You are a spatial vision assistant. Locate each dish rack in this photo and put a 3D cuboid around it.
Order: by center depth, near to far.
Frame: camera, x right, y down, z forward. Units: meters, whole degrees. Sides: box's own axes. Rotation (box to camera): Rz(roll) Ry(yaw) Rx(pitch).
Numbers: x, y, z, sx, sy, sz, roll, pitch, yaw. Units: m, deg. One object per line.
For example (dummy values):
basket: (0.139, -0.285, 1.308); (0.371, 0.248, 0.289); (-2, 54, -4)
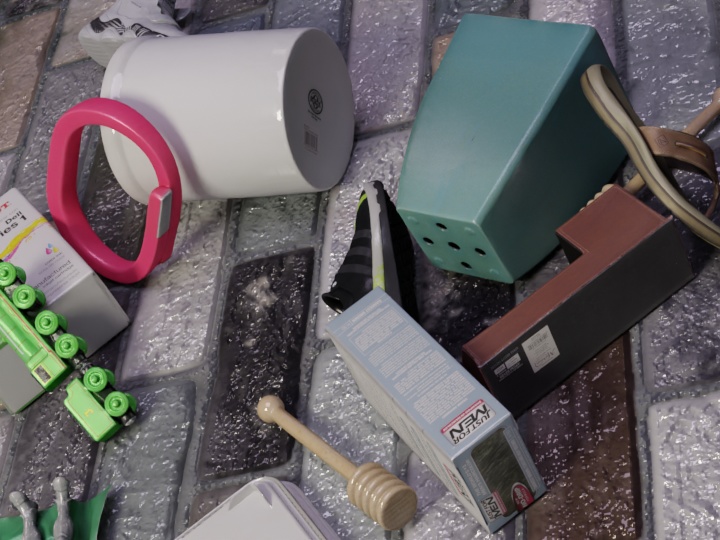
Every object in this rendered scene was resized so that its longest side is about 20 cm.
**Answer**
dish rack: (-0.108, 0.256, 1.302); (0.200, 0.044, 0.172); (-38, 43, -7)

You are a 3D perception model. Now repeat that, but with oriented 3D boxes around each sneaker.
sneaker: (0.000, 0.000, 1.471); (0.082, 0.072, 0.201); (-18, 42, 14)
sneaker: (-0.225, -0.280, 1.872); (0.199, 0.075, 0.115); (14, 60, 42)

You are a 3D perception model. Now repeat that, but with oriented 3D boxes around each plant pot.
plant pot: (0.127, -0.098, 1.453); (0.141, 0.142, 0.201); (13, 62, 38)

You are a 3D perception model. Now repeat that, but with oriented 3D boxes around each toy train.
toy train: (-0.281, 0.074, 1.505); (0.056, 0.042, 0.200); (-43, 80, 0)

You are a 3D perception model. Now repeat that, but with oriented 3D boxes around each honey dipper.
honey dipper: (-0.028, 0.152, 1.356); (0.038, 0.038, 0.200); (-43, 40, -15)
honey dipper: (0.261, -0.097, 1.447); (0.200, 0.038, 0.038); (-44, 43, -19)

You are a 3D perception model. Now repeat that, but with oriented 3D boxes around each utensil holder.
utensil holder: (-0.126, -0.153, 1.624); (0.199, 0.170, 0.171); (-2, 48, 25)

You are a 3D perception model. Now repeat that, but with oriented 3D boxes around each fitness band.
fitness band: (-0.239, -0.076, 1.597); (0.143, 0.201, 0.037); (34, 47, 16)

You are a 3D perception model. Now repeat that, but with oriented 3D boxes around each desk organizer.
desk organizer: (0.167, 0.024, 1.354); (0.200, 0.072, 0.077); (-37, 39, -8)

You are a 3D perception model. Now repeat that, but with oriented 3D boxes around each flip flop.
flip flop: (0.255, -0.097, 1.362); (0.057, 0.081, 0.201); (-37, 70, 14)

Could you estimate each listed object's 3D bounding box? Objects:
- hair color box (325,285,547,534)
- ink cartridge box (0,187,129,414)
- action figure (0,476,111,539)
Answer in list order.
hair color box: (0.057, 0.107, 1.311); (0.060, 0.099, 0.200); (-36, 42, -8)
ink cartridge box: (-0.341, 0.026, 1.630); (0.145, 0.084, 0.200); (-39, 42, -10)
action figure: (-0.259, 0.267, 1.373); (0.117, 0.055, 0.201); (-21, 46, 6)
